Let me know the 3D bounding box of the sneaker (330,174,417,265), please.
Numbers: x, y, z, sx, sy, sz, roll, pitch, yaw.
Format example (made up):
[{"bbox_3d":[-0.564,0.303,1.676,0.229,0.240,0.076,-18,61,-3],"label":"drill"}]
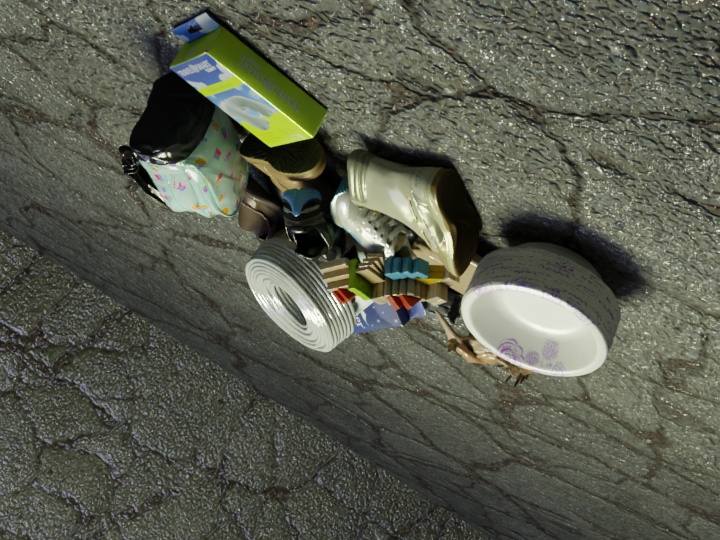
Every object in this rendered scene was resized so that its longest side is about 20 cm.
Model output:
[{"bbox_3d":[0.022,-0.065,1.532,0.080,0.077,0.200,21,160,33],"label":"sneaker"}]

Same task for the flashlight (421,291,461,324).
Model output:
[{"bbox_3d":[0.072,0.042,1.806,0.199,0.068,0.068,17,122,23],"label":"flashlight"}]

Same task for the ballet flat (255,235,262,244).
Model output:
[{"bbox_3d":[-0.093,-0.026,1.868,0.199,0.068,0.068,31,155,-8],"label":"ballet flat"}]

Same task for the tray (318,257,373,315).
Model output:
[{"bbox_3d":[-0.041,0.032,1.703,0.107,0.022,0.200,46,158,0],"label":"tray"}]

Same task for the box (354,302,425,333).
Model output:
[{"bbox_3d":[0.003,0.042,1.787,0.199,0.032,0.122,-12,109,39],"label":"box"}]

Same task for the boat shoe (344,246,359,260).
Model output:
[{"bbox_3d":[0.000,0.000,1.697,0.200,0.072,0.060,11,-178,40],"label":"boat shoe"}]

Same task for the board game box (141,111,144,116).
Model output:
[{"bbox_3d":[-0.252,-0.183,1.712,0.135,0.035,0.200,23,162,18],"label":"board game box"}]

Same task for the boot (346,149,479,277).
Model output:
[{"bbox_3d":[0.069,-0.078,1.434,0.154,0.072,0.200,18,153,30],"label":"boot"}]

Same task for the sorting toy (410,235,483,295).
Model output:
[{"bbox_3d":[0.160,-0.001,1.591,0.184,0.037,0.200,30,168,-2],"label":"sorting toy"}]

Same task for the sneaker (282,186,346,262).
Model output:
[{"bbox_3d":[-0.069,-0.049,1.522,0.070,0.083,0.200,-1,161,13],"label":"sneaker"}]

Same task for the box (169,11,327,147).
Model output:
[{"bbox_3d":[-0.151,-0.237,1.372,0.200,0.048,0.122,36,161,-26],"label":"box"}]

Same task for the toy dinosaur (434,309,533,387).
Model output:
[{"bbox_3d":[0.208,0.126,1.723,0.199,0.086,0.136,15,167,18],"label":"toy dinosaur"}]

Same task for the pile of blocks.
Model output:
[{"bbox_3d":[0.040,0.021,1.529,0.198,0.063,0.082,-1,155,9],"label":"pile of blocks"}]

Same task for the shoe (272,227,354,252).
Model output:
[{"bbox_3d":[-0.077,-0.041,1.710,0.070,0.054,0.199,27,152,-36],"label":"shoe"}]

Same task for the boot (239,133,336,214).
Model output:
[{"bbox_3d":[-0.061,-0.120,1.551,0.175,0.066,0.200,25,166,47],"label":"boot"}]

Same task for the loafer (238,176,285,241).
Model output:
[{"bbox_3d":[-0.160,-0.086,1.718,0.073,0.071,0.200,44,178,20],"label":"loafer"}]

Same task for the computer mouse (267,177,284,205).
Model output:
[{"bbox_3d":[-0.071,-0.086,1.709,0.200,0.034,0.058,36,161,-26],"label":"computer mouse"}]

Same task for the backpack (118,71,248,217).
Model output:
[{"bbox_3d":[-0.238,-0.158,1.522,0.126,0.168,0.200,15,151,20],"label":"backpack"}]

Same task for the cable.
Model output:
[{"bbox_3d":[-0.095,0.037,1.686,0.200,0.069,0.200,44,158,10],"label":"cable"}]

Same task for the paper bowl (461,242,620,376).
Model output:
[{"bbox_3d":[0.240,0.042,1.413,0.199,0.105,0.201,20,148,13],"label":"paper bowl"}]
